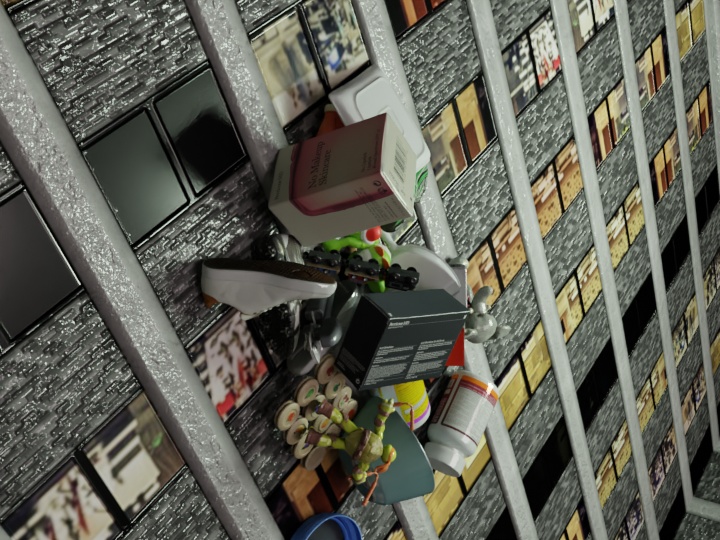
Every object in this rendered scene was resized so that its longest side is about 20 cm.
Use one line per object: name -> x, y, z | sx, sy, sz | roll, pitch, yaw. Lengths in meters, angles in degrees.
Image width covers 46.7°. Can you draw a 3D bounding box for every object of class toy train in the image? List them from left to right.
toy train -> 0.000, 0.000, 1.393 | 0.034, 0.199, 0.046 | -79, -178, -46

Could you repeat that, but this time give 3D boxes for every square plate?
square plate -> 0.044, -0.243, 1.413 | 0.199, 0.028, 0.200 | 58, 35, -12

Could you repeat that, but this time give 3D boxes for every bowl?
bowl -> -0.073, 0.532, 1.494 | 0.200, 0.039, 0.202 | -13, 107, -49
bowl -> 0.033, 0.337, 1.492 | 0.105, 0.201, 0.202 | -28, 120, -19

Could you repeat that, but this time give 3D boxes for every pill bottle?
pill bottle -> 0.060, 0.195, 1.542 | 0.104, 0.104, 0.201 | -42, 128, -38
pill bottle -> 0.206, 0.320, 1.740 | 0.110, 0.109, 0.201 | 51, 59, -43

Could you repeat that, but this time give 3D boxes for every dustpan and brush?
dustpan and brush -> 0.074, -0.014, 1.494 | 0.201, 0.139, 0.057 | 54, 16, -1

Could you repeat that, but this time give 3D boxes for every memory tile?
memory tile -> -0.070, 0.244, 1.410 | 0.153, 0.017, 0.201 | -48, 145, -21

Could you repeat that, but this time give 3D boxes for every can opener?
can opener -> -0.058, 0.075, 1.342 | 0.200, 0.066, 0.053 | -90, 167, -59

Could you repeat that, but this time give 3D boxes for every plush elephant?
plush elephant -> 0.207, 0.082, 1.661 | 0.164, 0.154, 0.202 | -6, 101, -50

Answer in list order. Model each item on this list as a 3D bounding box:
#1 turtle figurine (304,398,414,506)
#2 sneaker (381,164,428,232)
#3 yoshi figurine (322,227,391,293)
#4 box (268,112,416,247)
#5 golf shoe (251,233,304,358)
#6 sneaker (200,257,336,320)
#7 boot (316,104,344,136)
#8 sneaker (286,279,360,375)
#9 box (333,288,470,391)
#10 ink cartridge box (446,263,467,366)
turtle figurine -> -0.009, 0.288, 1.366 | 0.064, 0.160, 0.201 | -70, -176, -74
sneaker -> 0.085, -0.140, 1.518 | 0.201, 0.078, 0.085 | -64, 143, -36
yoshi figurine -> -0.007, -0.054, 1.446 | 0.112, 0.112, 0.201 | -87, 159, -78
box -> -0.025, -0.137, 1.279 | 0.109, 0.199, 0.129 | 49, 36, -43
golf shoe -> -0.111, 0.039, 1.326 | 0.094, 0.077, 0.202 | -20, 113, -48
sneaker -> -0.136, 0.033, 1.239 | 0.073, 0.198, 0.085 | -92, -172, -70
boot -> 0.009, -0.216, 1.421 | 0.199, 0.075, 0.108 | 13, 80, -42
sneaker -> -0.051, 0.110, 1.420 | 0.201, 0.070, 0.081 | -53, 136, -31
box -> 0.071, 0.111, 1.385 | 0.199, 0.079, 0.142 | -2, 125, -44
ink cartridge box -> 0.117, 0.088, 1.551 | 0.057, 0.161, 0.202 | -57, 146, -80
